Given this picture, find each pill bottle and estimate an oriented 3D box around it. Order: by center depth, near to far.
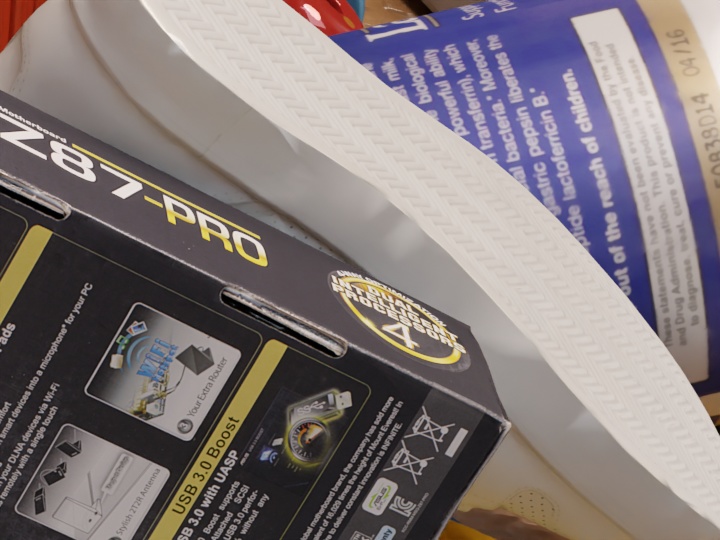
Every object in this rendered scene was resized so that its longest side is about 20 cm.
[{"bbox_3d":[0.000,0.000,0.728,0.199,0.116,0.116,-13,58,-7],"label":"pill bottle"}]

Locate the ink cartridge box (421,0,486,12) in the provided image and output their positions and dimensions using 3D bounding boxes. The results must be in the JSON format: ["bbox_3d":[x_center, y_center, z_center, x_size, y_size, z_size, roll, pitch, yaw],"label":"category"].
[{"bbox_3d":[0.145,-0.097,0.973,0.200,0.146,0.147,47,39,4],"label":"ink cartridge box"}]

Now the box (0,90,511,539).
[{"bbox_3d":[-0.090,0.067,0.581,0.161,0.200,0.049,25,18,-20],"label":"box"}]

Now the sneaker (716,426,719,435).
[{"bbox_3d":[0.121,-0.018,0.845,0.075,0.116,0.200,16,15,-34],"label":"sneaker"}]

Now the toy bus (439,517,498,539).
[{"bbox_3d":[0.052,0.140,0.708,0.199,0.136,0.192,27,25,-22],"label":"toy bus"}]

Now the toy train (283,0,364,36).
[{"bbox_3d":[0.020,-0.012,0.856,0.200,0.085,0.116,42,21,-12],"label":"toy train"}]

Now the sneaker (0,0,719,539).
[{"bbox_3d":[-0.016,0.023,0.643,0.200,0.116,0.074,39,23,-24],"label":"sneaker"}]

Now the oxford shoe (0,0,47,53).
[{"bbox_3d":[-0.107,-0.079,0.707,0.072,0.071,0.200,15,31,8],"label":"oxford shoe"}]
